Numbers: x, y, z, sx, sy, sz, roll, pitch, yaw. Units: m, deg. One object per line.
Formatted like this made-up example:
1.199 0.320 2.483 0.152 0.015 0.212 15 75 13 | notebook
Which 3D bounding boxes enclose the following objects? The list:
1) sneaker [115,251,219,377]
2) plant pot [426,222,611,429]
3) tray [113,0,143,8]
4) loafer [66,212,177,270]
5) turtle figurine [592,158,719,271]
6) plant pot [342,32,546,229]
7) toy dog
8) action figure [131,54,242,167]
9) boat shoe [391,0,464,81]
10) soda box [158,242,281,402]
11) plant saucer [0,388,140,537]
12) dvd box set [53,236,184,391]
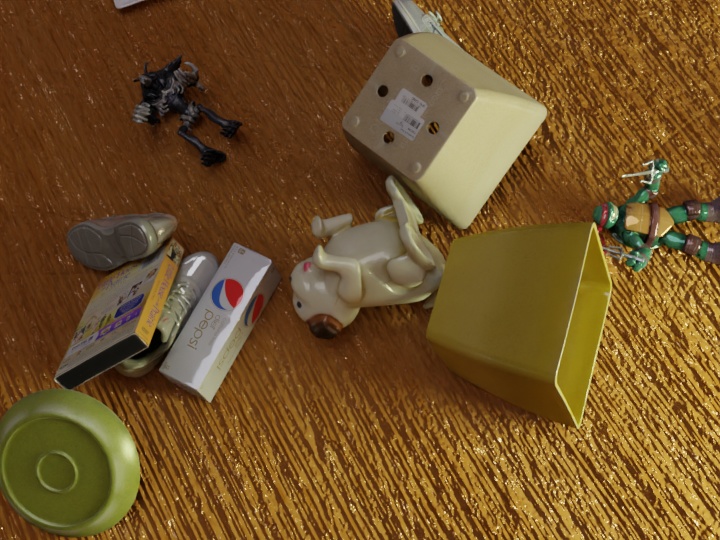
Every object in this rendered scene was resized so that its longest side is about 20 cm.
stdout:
-0.250 0.060 1.423 0.078 0.099 0.200 36 82 -9 | sneaker
0.193 0.059 1.328 0.176 0.200 0.201 9 70 23 | plant pot
-0.352 -0.502 1.702 0.107 0.022 0.201 -18 68 0 | tray
-0.324 -0.044 1.472 0.199 0.072 0.063 -4 19 45 | loafer
0.377 -0.066 1.392 0.199 0.101 0.151 8 85 -5 | turtle figurine
0.092 -0.195 1.404 0.200 0.177 0.200 39 101 19 | plant pot
0.000 0.000 1.397 0.199 0.194 0.140 -27 50 14 | toy dog
-0.265 -0.242 1.549 0.200 0.102 0.119 39 90 18 | action figure
0.116 -0.313 1.540 0.065 0.074 0.202 -34 72 -12 | boat shoe
-0.184 0.069 1.433 0.063 0.068 0.201 24 74 16 | soda box
-0.377 0.249 1.356 0.199 0.031 0.201 2 102 10 | plant saucer
-0.309 0.054 1.395 0.146 0.029 0.200 -28 29 24 | dvd box set
